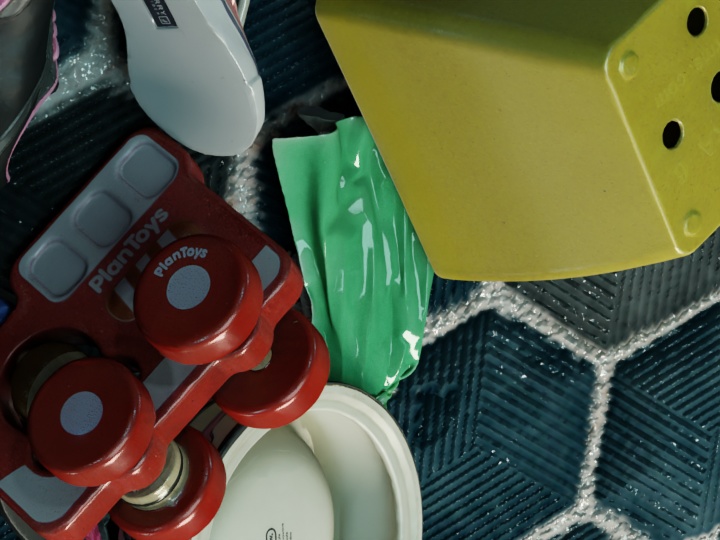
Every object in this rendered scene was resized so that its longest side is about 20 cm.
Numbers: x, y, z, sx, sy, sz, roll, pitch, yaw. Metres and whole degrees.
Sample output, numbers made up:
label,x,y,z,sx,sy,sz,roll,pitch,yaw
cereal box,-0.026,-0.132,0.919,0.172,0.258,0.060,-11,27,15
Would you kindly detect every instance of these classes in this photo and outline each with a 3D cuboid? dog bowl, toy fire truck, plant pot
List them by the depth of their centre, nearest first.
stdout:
label,x,y,z,sx,sy,sz,roll,pitch,yaw
toy fire truck,-0.127,0.038,1.544,0.200,0.168,0.112,-48,145,-3
plant pot,0.131,-0.113,1.585,0.200,0.176,0.200,-43,125,-26
dog bowl,-0.055,0.155,1.647,0.200,0.074,0.201,-13,107,-48

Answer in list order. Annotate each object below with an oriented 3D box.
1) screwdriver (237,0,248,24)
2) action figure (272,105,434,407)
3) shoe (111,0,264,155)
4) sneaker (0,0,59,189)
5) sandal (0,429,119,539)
label,x,y,z,sx,sy,sz,roll,pitch,yaw
screwdriver,-0.058,-0.154,1.571,0.028,0.029,0.200,3,108,-32
action figure,0.000,0.000,1.662,0.118,0.055,0.200,-15,117,-25
shoe,-0.089,-0.155,1.526,0.200,0.071,0.091,66,33,-46
sneaker,-0.186,-0.123,1.506,0.095,0.079,0.200,10,107,-54
sandal,-0.125,0.154,1.648,0.200,0.045,0.075,45,73,-28
